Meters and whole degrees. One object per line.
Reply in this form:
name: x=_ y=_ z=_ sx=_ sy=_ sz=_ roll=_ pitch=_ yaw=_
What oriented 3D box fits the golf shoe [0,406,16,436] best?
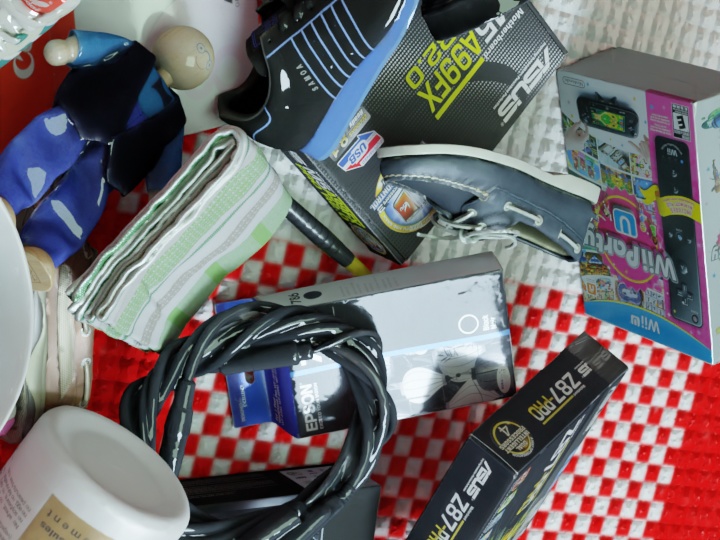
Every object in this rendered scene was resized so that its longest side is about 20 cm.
golf shoe: x=-0.259 y=0.012 z=1.322 sx=0.092 sy=0.075 sz=0.201 roll=-48 pitch=118 yaw=-26

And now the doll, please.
doll: x=-0.153 y=-0.076 z=1.320 sx=0.137 sy=0.048 sz=0.200 roll=55 pitch=53 yaw=-26

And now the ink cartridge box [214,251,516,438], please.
ink cartridge box: x=0.005 y=0.055 z=1.506 sx=0.198 sy=0.039 sz=0.100 roll=-11 pitch=113 yaw=-4

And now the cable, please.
cable: x=-0.067 y=0.102 z=1.457 sx=0.200 sy=0.051 sz=0.163 roll=-43 pitch=100 yaw=-11

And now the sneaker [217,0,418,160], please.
sneaker: x=-0.021 y=-0.156 z=1.359 sx=0.077 sy=0.070 sz=0.201 roll=15 pitch=123 yaw=-21

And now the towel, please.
towel: x=-0.104 y=-0.011 z=1.373 sx=0.149 sy=0.031 sz=0.200 roll=-47 pitch=167 yaw=-2

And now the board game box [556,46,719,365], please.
board game box: x=0.223 y=-0.050 z=1.615 sx=0.064 sy=0.147 sz=0.202 roll=-23 pitch=116 yaw=-29

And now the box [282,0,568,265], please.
box: x=0.035 y=-0.132 z=1.517 sx=0.200 sy=0.044 sz=0.160 roll=-51 pitch=126 yaw=-12

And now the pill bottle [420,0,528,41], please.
pill bottle: x=0.042 y=-0.255 z=1.407 sx=0.111 sy=0.112 sz=0.201 roll=-32 pitch=102 yaw=-24

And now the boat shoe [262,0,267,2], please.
boat shoe: x=-0.034 y=-0.226 z=1.387 sx=0.070 sy=0.200 sz=0.064 roll=-4 pitch=67 yaw=1

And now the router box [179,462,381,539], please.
router box: x=-0.087 y=0.224 z=1.535 sx=0.199 sy=0.052 sz=0.159 roll=-2 pitch=106 yaw=-36

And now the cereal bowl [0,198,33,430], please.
cereal bowl: x=-0.277 y=0.023 z=1.188 sx=0.199 sy=0.083 sz=0.202 roll=6 pitch=83 yaw=-50

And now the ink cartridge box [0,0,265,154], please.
ink cartridge box: x=-0.156 y=-0.158 z=1.369 sx=0.199 sy=0.057 sz=0.164 roll=-19 pitch=115 yaw=-35

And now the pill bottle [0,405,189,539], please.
pill bottle: x=-0.205 y=0.194 z=1.377 sx=0.114 sy=0.115 sz=0.201 roll=25 pitch=110 yaw=-38

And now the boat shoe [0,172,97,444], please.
boat shoe: x=-0.195 y=0.009 z=1.382 sx=0.071 sy=0.076 sz=0.202 roll=-7 pitch=116 yaw=-40

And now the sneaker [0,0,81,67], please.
sneaker: x=-0.210 y=-0.161 z=1.281 sx=0.200 sy=0.093 sz=0.070 roll=-46 pitch=116 yaw=-2

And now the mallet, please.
mallet: x=0.000 y=0.000 z=1.519 sx=0.041 sy=0.066 sz=0.200 roll=-49 pitch=126 yaw=-2

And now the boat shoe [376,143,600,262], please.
boat shoe: x=0.087 y=-0.046 z=1.511 sx=0.199 sy=0.074 sz=0.062 roll=12 pitch=86 yaw=-47

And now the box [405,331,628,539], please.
box: x=0.096 y=0.154 z=1.560 sx=0.161 sy=0.049 sz=0.201 roll=-38 pitch=161 yaw=-47
